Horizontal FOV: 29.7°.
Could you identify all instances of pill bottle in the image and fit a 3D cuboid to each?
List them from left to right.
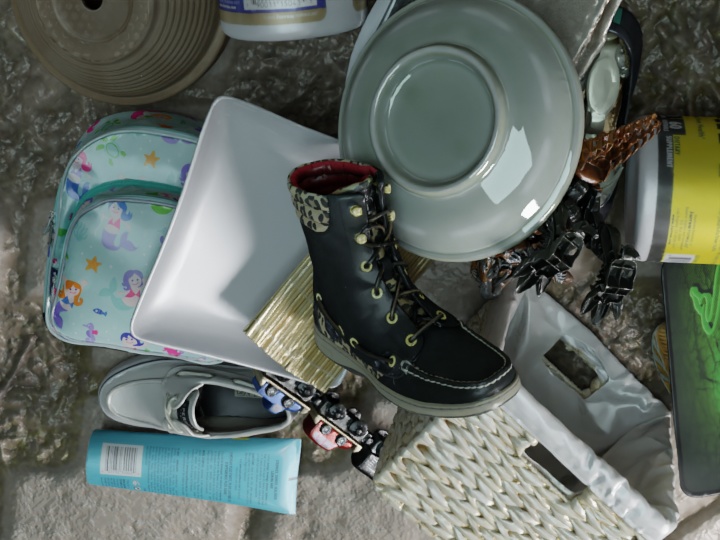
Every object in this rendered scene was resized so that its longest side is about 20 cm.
[{"bbox_3d":[-0.059,-0.287,1.041,0.118,0.120,0.203,-1,109,10],"label":"pill bottle"},{"bbox_3d":[0.310,-0.061,1.057,0.197,0.115,0.116,2,110,5],"label":"pill bottle"}]

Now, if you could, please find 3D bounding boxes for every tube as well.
[{"bbox_3d":[-0.155,0.183,1.267,0.197,0.051,0.079,6,114,3],"label":"tube"}]

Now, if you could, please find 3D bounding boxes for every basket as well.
[{"bbox_3d":[0.138,0.145,1.118,0.198,0.200,0.161,42,113,-6],"label":"basket"}]

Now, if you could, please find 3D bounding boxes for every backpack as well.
[{"bbox_3d":[-0.177,-0.028,1.142,0.175,0.151,0.203,10,103,-7],"label":"backpack"}]

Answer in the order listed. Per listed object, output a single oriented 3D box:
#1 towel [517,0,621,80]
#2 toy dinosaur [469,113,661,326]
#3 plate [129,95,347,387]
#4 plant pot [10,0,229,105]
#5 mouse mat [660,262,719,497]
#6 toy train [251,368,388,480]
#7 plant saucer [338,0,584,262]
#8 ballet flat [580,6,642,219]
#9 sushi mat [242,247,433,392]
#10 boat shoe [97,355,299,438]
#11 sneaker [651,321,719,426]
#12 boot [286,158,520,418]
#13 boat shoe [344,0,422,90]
[{"bbox_3d":[0.121,-0.187,1.065,0.132,0.034,0.202,42,117,27],"label":"towel"},{"bbox_3d":[0.150,-0.043,1.035,0.100,0.137,0.201,4,136,-14],"label":"toy dinosaur"},{"bbox_3d":[-0.067,-0.020,1.080,0.197,0.032,0.202,16,102,-30],"label":"plate"},{"bbox_3d":[-0.203,-0.229,1.102,0.197,0.093,0.204,3,109,9],"label":"plant pot"},{"bbox_3d":[0.327,0.078,1.111,0.158,0.008,0.203,-7,93,-10],"label":"mouse mat"},{"bbox_3d":[-0.026,0.135,1.194,0.046,0.034,0.200,-46,120,7],"label":"toy train"},{"bbox_3d":[0.063,-0.108,0.991,0.197,0.050,0.204,-1,88,27],"label":"plant saucer"},{"bbox_3d":[0.183,-0.110,1.088,0.072,0.073,0.203,11,111,6],"label":"ballet flat"},{"bbox_3d":[0.000,0.000,1.093,0.201,0.012,0.095,-50,123,0],"label":"sushi mat"},{"bbox_3d":[-0.149,0.121,1.229,0.197,0.066,0.073,3,110,8],"label":"boat shoe"},{"bbox_3d":[0.323,0.113,1.152,0.087,0.076,0.201,-34,103,2],"label":"sneaker"},{"bbox_3d":[0.024,0.011,0.981,0.202,0.073,0.156,22,134,46],"label":"boot"},{"bbox_3d":[0.046,-0.192,1.058,0.056,0.068,0.202,34,110,36],"label":"boat shoe"}]
